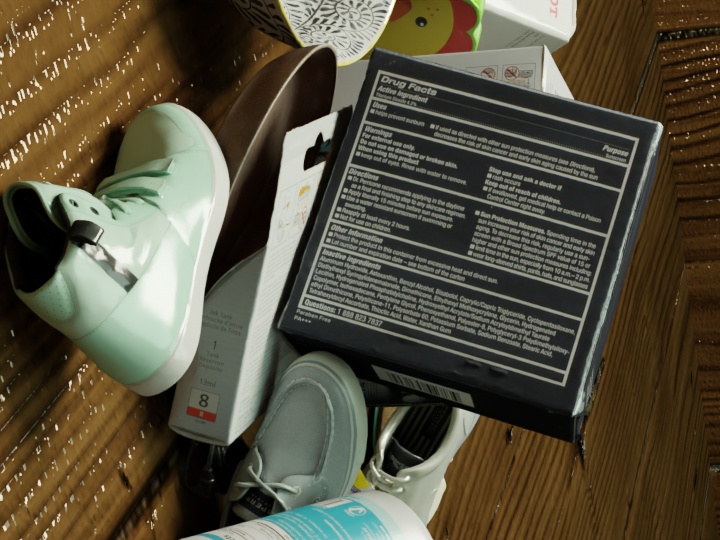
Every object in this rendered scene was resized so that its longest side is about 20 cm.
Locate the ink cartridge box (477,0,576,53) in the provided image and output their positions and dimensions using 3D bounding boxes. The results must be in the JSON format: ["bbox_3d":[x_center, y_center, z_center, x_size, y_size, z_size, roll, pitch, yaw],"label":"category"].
[{"bbox_3d":[0.084,-0.274,1.370,0.199,0.087,0.146,15,66,-26],"label":"ink cartridge box"}]

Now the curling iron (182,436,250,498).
[{"bbox_3d":[-0.077,0.150,1.100,0.050,0.025,0.200,-64,157,-15],"label":"curling iron"}]

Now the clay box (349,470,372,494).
[{"bbox_3d":[-0.004,0.216,1.129,0.200,0.047,0.115,-133,-143,-77],"label":"clay box"}]

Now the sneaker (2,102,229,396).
[{"bbox_3d":[-0.137,-0.042,0.886,0.118,0.074,0.201,42,34,-39],"label":"sneaker"}]

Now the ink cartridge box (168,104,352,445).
[{"bbox_3d":[-0.062,-0.005,1.030,0.162,0.050,0.201,-39,140,-71],"label":"ink cartridge box"}]

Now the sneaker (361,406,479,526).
[{"bbox_3d":[0.026,0.163,1.246,0.201,0.073,0.071,-64,156,0],"label":"sneaker"}]

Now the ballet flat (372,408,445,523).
[{"bbox_3d":[0.039,0.169,1.349,0.200,0.072,0.068,-72,152,-46],"label":"ballet flat"}]

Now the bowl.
[{"bbox_3d":[-0.053,-0.243,1.095,0.201,0.094,0.202,-19,111,-60],"label":"bowl"}]

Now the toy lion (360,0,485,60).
[{"bbox_3d":[0.019,-0.238,1.241,0.200,0.192,0.069,34,41,-15],"label":"toy lion"}]

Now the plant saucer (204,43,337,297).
[{"bbox_3d":[-0.070,-0.058,1.035,0.200,0.032,0.201,23,90,-82],"label":"plant saucer"}]

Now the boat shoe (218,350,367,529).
[{"bbox_3d":[-0.051,0.150,1.030,0.071,0.070,0.202,-30,141,-61],"label":"boat shoe"}]

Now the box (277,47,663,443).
[{"bbox_3d":[0.077,-0.014,1.054,0.123,0.199,0.199,62,46,-74],"label":"box"}]

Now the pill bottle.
[{"bbox_3d":[-0.055,0.202,0.941,0.199,0.111,0.111,-9,97,-37],"label":"pill bottle"}]

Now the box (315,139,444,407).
[{"bbox_3d":[0.000,0.000,1.168,0.040,0.136,0.201,14,74,-70],"label":"box"}]

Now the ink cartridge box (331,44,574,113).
[{"bbox_3d":[0.073,-0.102,1.290,0.176,0.199,0.084,41,51,-62],"label":"ink cartridge box"}]
